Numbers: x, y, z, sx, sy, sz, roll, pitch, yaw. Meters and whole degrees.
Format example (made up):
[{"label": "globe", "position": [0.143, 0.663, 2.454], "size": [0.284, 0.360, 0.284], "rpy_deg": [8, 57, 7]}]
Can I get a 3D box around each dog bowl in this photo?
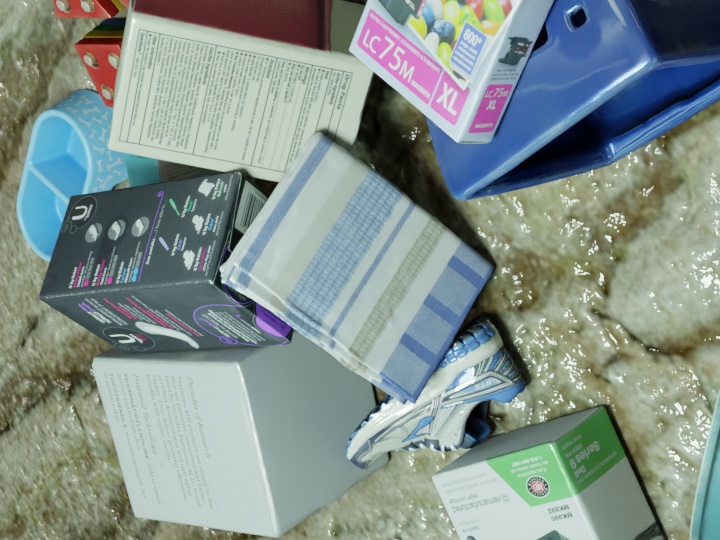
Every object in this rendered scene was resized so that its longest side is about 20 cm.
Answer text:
[{"label": "dog bowl", "position": [-0.304, -0.092, 1.534], "size": [0.111, 0.049, 0.201], "rpy_deg": [40, 129, 22]}]

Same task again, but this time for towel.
[{"label": "towel", "position": [0.000, 0.000, 1.197], "size": [0.199, 0.148, 0.024], "rpy_deg": [36, 169, -18]}]

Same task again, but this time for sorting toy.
[{"label": "sorting toy", "position": [-0.197, -0.233, 1.315], "size": [0.199, 0.070, 0.200], "rpy_deg": [10, 134, 43]}]

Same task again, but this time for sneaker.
[{"label": "sneaker", "position": [0.064, 0.130, 1.280], "size": [0.085, 0.077, 0.200], "rpy_deg": [48, 126, 1]}]

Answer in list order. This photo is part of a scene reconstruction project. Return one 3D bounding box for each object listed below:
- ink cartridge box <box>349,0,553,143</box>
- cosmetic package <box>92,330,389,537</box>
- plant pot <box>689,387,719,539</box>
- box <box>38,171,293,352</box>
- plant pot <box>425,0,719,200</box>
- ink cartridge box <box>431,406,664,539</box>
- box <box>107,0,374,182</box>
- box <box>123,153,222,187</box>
[{"label": "ink cartridge box", "position": [0.072, -0.196, 0.922], "size": [0.119, 0.042, 0.201], "rpy_deg": [44, 123, 33]}, {"label": "cosmetic package", "position": [-0.110, 0.132, 1.375], "size": [0.199, 0.167, 0.168], "rpy_deg": [-2, 107, 41]}, {"label": "plant pot", "position": [0.336, 0.111, 0.972], "size": [0.186, 0.200, 0.202], "rpy_deg": [14, 117, 19]}, {"label": "box", "position": [-0.157, -0.003, 1.270], "size": [0.199, 0.122, 0.107], "rpy_deg": [-5, 60, 33]}, {"label": "plant pot", "position": [0.147, -0.179, 1.007], "size": [0.200, 0.199, 0.181], "rpy_deg": [-33, 78, 44]}, {"label": "ink cartridge box", "position": [0.171, 0.232, 1.228], "size": [0.145, 0.084, 0.201], "rpy_deg": [-24, 91, 45]}, {"label": "box", "position": [-0.099, -0.161, 1.213], "size": [0.198, 0.109, 0.129], "rpy_deg": [10, 124, -12]}, {"label": "box", "position": [-0.172, -0.061, 1.409], "size": [0.049, 0.082, 0.202], "rpy_deg": [7, 111, 40]}]
